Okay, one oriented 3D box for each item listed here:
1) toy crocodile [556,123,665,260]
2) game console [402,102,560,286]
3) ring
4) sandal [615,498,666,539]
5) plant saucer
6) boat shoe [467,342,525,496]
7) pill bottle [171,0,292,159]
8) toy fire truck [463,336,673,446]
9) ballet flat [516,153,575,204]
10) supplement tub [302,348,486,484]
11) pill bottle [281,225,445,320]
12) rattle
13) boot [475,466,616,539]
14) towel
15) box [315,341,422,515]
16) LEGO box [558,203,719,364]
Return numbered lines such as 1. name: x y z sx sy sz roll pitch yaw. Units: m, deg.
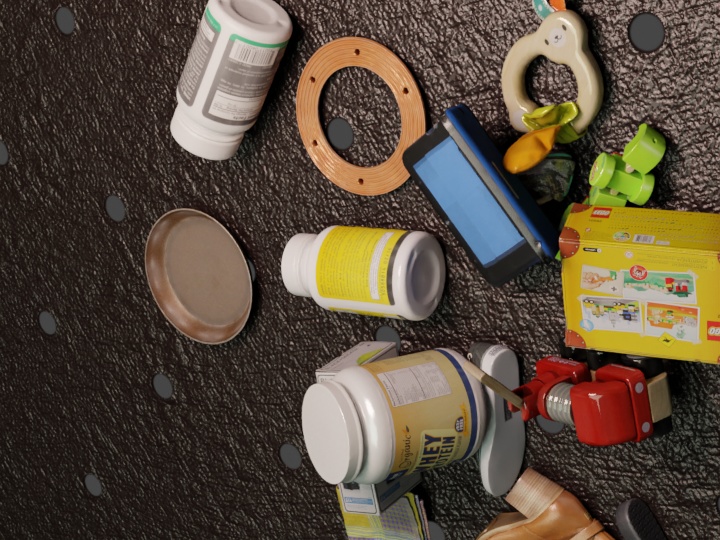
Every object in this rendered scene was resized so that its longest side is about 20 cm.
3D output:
1. toy crocodile: 0.279 -0.080 1.589 0.067 0.062 0.201 20 129 -9
2. game console: 0.127 -0.075 1.584 0.118 0.171 0.201 -37 90 17
3. ring: 0.002 -0.195 1.770 0.198 0.019 0.203 14 116 31
4. sandal: 0.363 0.375 1.694 0.043 0.076 0.202 -33 76 37
5. plant saucer: -0.225 0.006 2.000 0.198 0.032 0.203 13 114 32
6. boat shoe: 0.167 0.185 1.770 0.056 0.068 0.203 19 117 49
7. pill bottle: -0.171 -0.251 1.802 0.113 0.113 0.201 39 125 17
8. toy fire truck: 0.230 0.139 1.592 0.175 0.198 0.130 12 118 58
9. ballet flat: 0.159 -0.104 1.653 0.198 0.072 0.073 3 109 34
10. supplement tub: 0.041 0.182 1.723 0.144 0.198 0.147 28 123 56
11. pill bottle: 0.000 0.000 1.784 0.198 0.111 0.113 5 110 33
12. rattle: 0.192 -0.230 1.547 0.130 0.142 0.202 33 131 41
13. boot: 0.229 0.366 1.785 0.154 0.074 0.201 38 128 14
14. towel: 0.038 0.387 1.949 0.142 0.023 0.203 4 115 34
15. box: 0.013 0.207 1.851 0.059 0.116 0.203 -2 105 36
16. LEGO box: 0.324 0.015 1.534 0.197 0.077 0.151 6 127 22
